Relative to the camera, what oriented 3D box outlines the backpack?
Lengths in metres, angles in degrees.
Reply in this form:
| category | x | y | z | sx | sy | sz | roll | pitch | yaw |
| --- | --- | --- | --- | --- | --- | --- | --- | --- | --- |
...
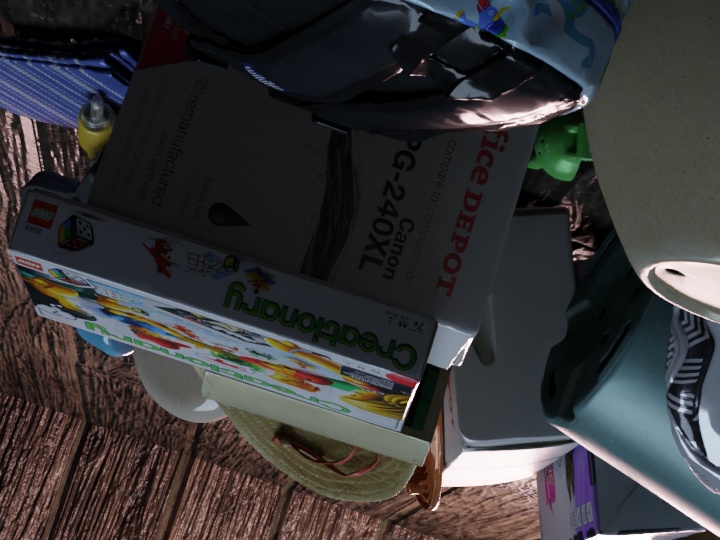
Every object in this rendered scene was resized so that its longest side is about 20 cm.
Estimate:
| category | x | y | z | sx | sy | sz | roll | pitch | yaw |
| --- | --- | --- | --- | --- | --- | --- | --- | --- | --- |
| backpack | 0.020 | -0.115 | 0.732 | 0.162 | 0.155 | 0.200 | 28 | -174 | -20 |

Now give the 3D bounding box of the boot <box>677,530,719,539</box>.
| category | x | y | z | sx | sy | sz | roll | pitch | yaw |
| --- | --- | --- | --- | --- | --- | --- | --- | --- | --- |
| boot | 0.273 | 0.128 | 1.265 | 0.073 | 0.200 | 0.156 | 47 | 169 | 10 |

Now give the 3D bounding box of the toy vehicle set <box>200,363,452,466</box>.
| category | x | y | z | sx | sy | sz | roll | pitch | yaw |
| --- | --- | --- | --- | --- | --- | --- | --- | --- | --- |
| toy vehicle set | 0.000 | 0.000 | 1.074 | 0.123 | 0.201 | 0.027 | 17 | 144 | 0 |

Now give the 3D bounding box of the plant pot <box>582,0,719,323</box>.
| category | x | y | z | sx | sy | sz | roll | pitch | yaw |
| --- | --- | --- | --- | --- | --- | --- | --- | --- | --- |
| plant pot | 0.169 | -0.050 | 0.769 | 0.198 | 0.136 | 0.200 | 17 | 167 | 4 |

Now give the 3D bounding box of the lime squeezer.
| category | x | y | z | sx | sy | sz | roll | pitch | yaw |
| --- | --- | --- | --- | --- | --- | --- | --- | --- | --- |
| lime squeezer | 0.134 | -0.058 | 1.002 | 0.070 | 0.038 | 0.199 | 28 | 163 | -37 |

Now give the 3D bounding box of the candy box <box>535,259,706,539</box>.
| category | x | y | z | sx | sy | sz | roll | pitch | yaw |
| --- | --- | --- | --- | --- | --- | --- | --- | --- | --- |
| candy box | 0.160 | 0.095 | 1.281 | 0.071 | 0.170 | 0.200 | -3 | 168 | -5 |

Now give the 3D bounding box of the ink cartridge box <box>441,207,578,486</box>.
| category | x | y | z | sx | sy | sz | roll | pitch | yaw |
| --- | --- | --- | --- | --- | --- | --- | --- | --- | --- |
| ink cartridge box | 0.083 | 0.054 | 1.258 | 0.082 | 0.148 | 0.200 | -3 | 169 | -6 |

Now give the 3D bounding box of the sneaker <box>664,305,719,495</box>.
| category | x | y | z | sx | sy | sz | roll | pitch | yaw |
| --- | --- | --- | --- | --- | --- | --- | --- | --- | --- |
| sneaker | 0.206 | 0.021 | 0.916 | 0.114 | 0.202 | 0.075 | 10 | -157 | 36 |

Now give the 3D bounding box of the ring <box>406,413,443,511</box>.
| category | x | y | z | sx | sy | sz | roll | pitch | yaw |
| --- | --- | --- | --- | --- | --- | --- | --- | --- | --- |
| ring | 0.027 | 0.057 | 1.291 | 0.019 | 0.203 | 0.201 | -7 | 169 | -6 |

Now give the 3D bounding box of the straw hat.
| category | x | y | z | sx | sy | sz | roll | pitch | yaw |
| --- | --- | --- | --- | --- | --- | --- | --- | --- | --- |
| straw hat | -0.017 | 0.033 | 1.193 | 0.200 | 0.085 | 0.202 | 25 | 135 | 27 |

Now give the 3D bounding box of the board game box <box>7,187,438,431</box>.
| category | x | y | z | sx | sy | sz | roll | pitch | yaw |
| --- | --- | --- | --- | --- | --- | --- | --- | --- | --- |
| board game box | -0.065 | 0.022 | 0.950 | 0.198 | 0.035 | 0.126 | 18 | 165 | 2 |

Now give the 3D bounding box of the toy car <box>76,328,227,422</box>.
| category | x | y | z | sx | sy | sz | roll | pitch | yaw |
| --- | --- | --- | --- | --- | --- | --- | --- | --- | --- |
| toy car | -0.060 | 0.006 | 1.372 | 0.183 | 0.178 | 0.199 | 26 | -159 | 27 |

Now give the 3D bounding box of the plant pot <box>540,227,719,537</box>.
| category | x | y | z | sx | sy | sz | roll | pitch | yaw |
| --- | --- | --- | --- | --- | --- | --- | --- | --- | --- |
| plant pot | 0.216 | 0.060 | 1.077 | 0.195 | 0.202 | 0.200 | 29 | 166 | -8 |

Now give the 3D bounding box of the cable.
| category | x | y | z | sx | sy | sz | roll | pitch | yaw |
| --- | --- | --- | --- | --- | --- | --- | --- | --- | --- |
| cable | -0.159 | -0.054 | 1.269 | 0.097 | 0.051 | 0.200 | 38 | 161 | -11 |

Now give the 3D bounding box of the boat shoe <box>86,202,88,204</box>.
| category | x | y | z | sx | sy | sz | roll | pitch | yaw |
| --- | --- | --- | --- | --- | --- | --- | --- | --- | --- |
| boat shoe | -0.071 | 0.018 | 1.108 | 0.201 | 0.060 | 0.072 | 41 | 150 | 7 |

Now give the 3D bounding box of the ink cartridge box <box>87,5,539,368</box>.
| category | x | y | z | sx | sy | sz | roll | pitch | yaw |
| --- | --- | --- | --- | --- | --- | --- | --- | --- | --- |
| ink cartridge box | -0.018 | -0.055 | 0.976 | 0.198 | 0.147 | 0.083 | 19 | 164 | -2 |

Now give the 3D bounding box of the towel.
| category | x | y | z | sx | sy | sz | roll | pitch | yaw |
| --- | --- | --- | --- | --- | --- | --- | --- | --- | --- |
| towel | -0.184 | -0.117 | 1.241 | 0.199 | 0.024 | 0.145 | 11 | 168 | 34 |
